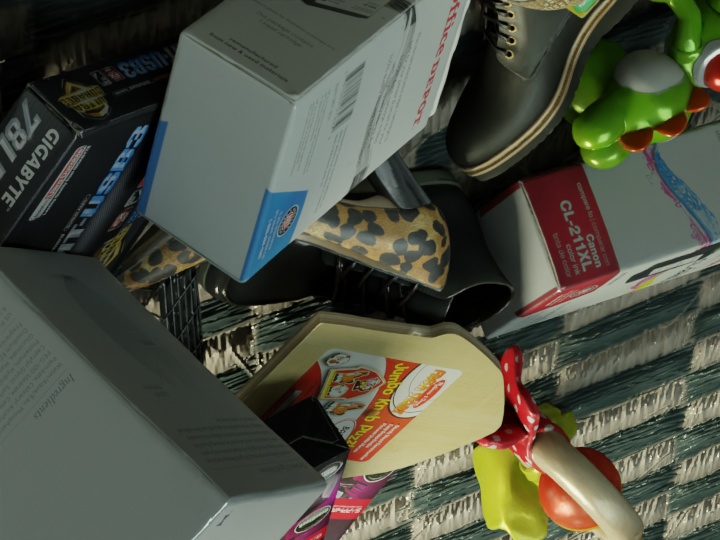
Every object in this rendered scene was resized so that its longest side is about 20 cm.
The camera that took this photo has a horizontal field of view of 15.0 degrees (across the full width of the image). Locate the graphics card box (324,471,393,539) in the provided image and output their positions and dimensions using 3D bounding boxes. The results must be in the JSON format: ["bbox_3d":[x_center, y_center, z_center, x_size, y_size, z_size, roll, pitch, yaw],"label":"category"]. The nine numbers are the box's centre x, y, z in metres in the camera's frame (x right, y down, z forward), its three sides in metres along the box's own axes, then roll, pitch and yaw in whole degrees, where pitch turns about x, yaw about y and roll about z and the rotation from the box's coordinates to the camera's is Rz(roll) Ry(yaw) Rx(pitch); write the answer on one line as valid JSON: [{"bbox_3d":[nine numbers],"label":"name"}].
[{"bbox_3d":[-0.027,0.123,1.965,0.125,0.051,0.200,10,127,-44],"label":"graphics card box"}]

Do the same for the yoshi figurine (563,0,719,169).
[{"bbox_3d":[0.202,-0.150,1.806,0.200,0.112,0.112,-39,-171,-15],"label":"yoshi figurine"}]

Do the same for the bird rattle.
[{"bbox_3d":[0.152,0.142,2.060,0.113,0.163,0.200,-45,158,-15],"label":"bird rattle"}]

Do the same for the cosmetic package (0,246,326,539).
[{"bbox_3d":[-0.149,0.098,1.522,0.123,0.200,0.199,-50,167,8],"label":"cosmetic package"}]

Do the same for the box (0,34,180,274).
[{"bbox_3d":[-0.173,-0.042,1.589,0.200,0.050,0.198,-52,169,27],"label":"box"}]

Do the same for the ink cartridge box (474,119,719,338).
[{"bbox_3d":[0.183,-0.033,1.872,0.200,0.083,0.146,-17,171,-21],"label":"ink cartridge box"}]

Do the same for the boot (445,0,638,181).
[{"bbox_3d":[0.083,-0.161,1.702,0.138,0.077,0.200,20,107,-45],"label":"boot"}]

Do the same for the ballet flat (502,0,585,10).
[{"bbox_3d":[0.061,-0.191,1.528,0.200,0.065,0.071,29,117,-28],"label":"ballet flat"}]

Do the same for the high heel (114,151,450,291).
[{"bbox_3d":[-0.044,-0.005,1.730,0.200,0.071,0.143,-34,105,-7],"label":"high heel"}]

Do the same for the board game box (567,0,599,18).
[{"bbox_3d":[0.127,-0.266,1.562,0.165,0.057,0.200,29,115,-29],"label":"board game box"}]

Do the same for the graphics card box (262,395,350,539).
[{"bbox_3d":[-0.080,0.167,1.829,0.125,0.051,0.200,-26,158,-20],"label":"graphics card box"}]

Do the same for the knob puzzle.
[{"bbox_3d":[0.009,0.083,1.848,0.220,0.030,0.220,-9,147,-6],"label":"knob puzzle"}]

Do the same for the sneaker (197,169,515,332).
[{"bbox_3d":[0.000,0.000,1.795,0.200,0.106,0.075,-16,143,-22],"label":"sneaker"}]

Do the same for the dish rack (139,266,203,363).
[{"bbox_3d":[-0.156,0.082,1.747,0.200,0.055,0.153,-56,152,-50],"label":"dish rack"}]

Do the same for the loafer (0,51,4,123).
[{"bbox_3d":[-0.236,-0.075,1.546,0.073,0.071,0.200,-18,143,-20],"label":"loafer"}]

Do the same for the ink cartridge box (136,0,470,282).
[{"bbox_3d":[-0.028,-0.110,1.585,0.200,0.084,0.145,-42,158,-43],"label":"ink cartridge box"}]
